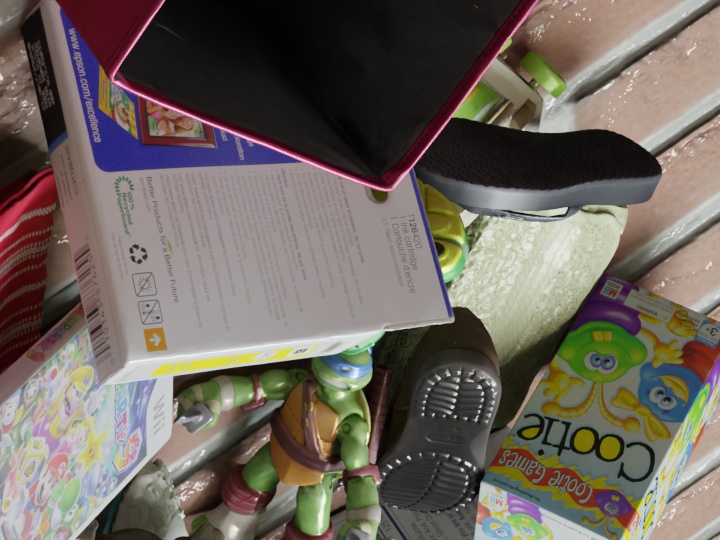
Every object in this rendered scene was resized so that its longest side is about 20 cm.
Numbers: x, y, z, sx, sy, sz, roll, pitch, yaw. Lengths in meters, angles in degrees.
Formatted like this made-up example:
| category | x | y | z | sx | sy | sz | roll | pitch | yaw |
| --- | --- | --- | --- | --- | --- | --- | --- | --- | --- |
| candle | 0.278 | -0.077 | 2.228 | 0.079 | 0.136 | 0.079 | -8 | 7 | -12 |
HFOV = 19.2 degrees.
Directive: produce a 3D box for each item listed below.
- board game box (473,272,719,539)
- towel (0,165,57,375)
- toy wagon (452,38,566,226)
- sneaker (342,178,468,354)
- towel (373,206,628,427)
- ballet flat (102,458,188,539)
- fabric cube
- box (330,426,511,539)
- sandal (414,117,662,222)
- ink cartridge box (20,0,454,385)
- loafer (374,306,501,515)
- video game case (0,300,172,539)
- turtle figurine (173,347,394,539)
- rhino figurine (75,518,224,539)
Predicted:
| category | x | y | z | sx | sy | sz | roll | pitch | yaw |
| --- | --- | --- | --- | --- | --- | --- | --- | --- | --- |
| board game box | 0.167 | 0.120 | 1.465 | 0.200 | 0.104 | 0.103 | -56 | 160 | -34 |
| towel | -0.195 | 0.051 | 1.126 | 0.145 | 0.022 | 0.202 | -53 | 152 | -74 |
| toy wagon | 0.032 | -0.090 | 1.277 | 0.155 | 0.040 | 0.200 | -47 | 141 | 10 |
| sneaker | 0.000 | 0.000 | 1.240 | 0.083 | 0.199 | 0.074 | 40 | 59 | -26 |
| towel | 0.090 | 0.027 | 1.445 | 0.148 | 0.037 | 0.201 | 6 | 124 | -41 |
| ballet flat | -0.141 | 0.203 | 1.406 | 0.071 | 0.072 | 0.201 | -10 | 138 | -32 |
| fabric cube | -0.037 | -0.191 | 0.989 | 0.196 | 0.200 | 0.200 | 19 | 115 | -47 |
| box | 0.073 | 0.246 | 1.533 | 0.199 | 0.184 | 0.105 | -25 | 142 | -16 |
| sandal | 0.104 | -0.052 | 1.277 | 0.199 | 0.076 | 0.043 | 1 | 126 | -39 |
| ink cartridge box | -0.065 | -0.049 | 1.123 | 0.199 | 0.199 | 0.047 | -4 | 163 | -36 |
| loafer | 0.055 | 0.094 | 1.399 | 0.073 | 0.071 | 0.200 | 13 | 143 | -7 |
| video game case | -0.159 | 0.089 | 1.141 | 0.200 | 0.018 | 0.144 | -48 | 150 | -47 |
| turtle figurine | -0.059 | 0.140 | 1.357 | 0.143 | 0.201 | 0.195 | 14 | 131 | -6 |
| rhino figurine | -0.109 | 0.190 | 1.301 | 0.199 | 0.060 | 0.087 | 13 | 154 | -30 |
